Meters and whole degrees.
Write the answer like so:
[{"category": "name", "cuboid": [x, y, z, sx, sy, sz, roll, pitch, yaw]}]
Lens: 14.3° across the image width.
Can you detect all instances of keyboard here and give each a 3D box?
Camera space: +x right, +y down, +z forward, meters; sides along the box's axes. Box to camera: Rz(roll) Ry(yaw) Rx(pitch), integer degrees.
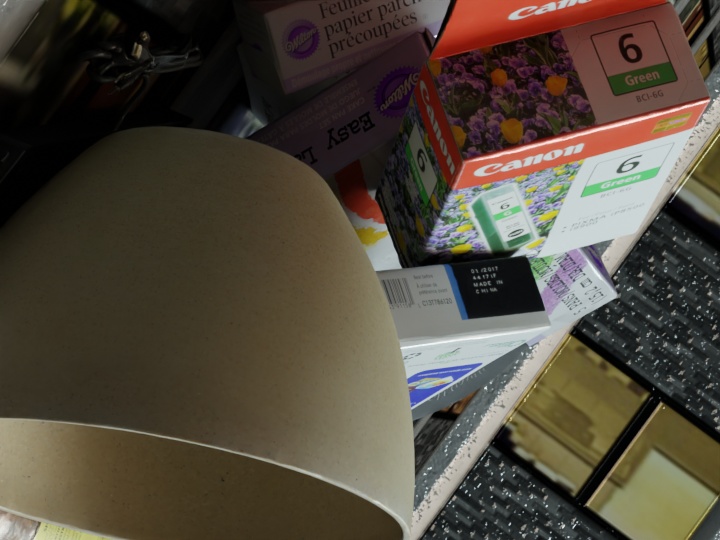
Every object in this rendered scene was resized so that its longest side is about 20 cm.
[{"category": "keyboard", "cuboid": [-0.112, -0.051, 1.159, 0.127, 0.021, 0.200, -50, 173, 14]}]

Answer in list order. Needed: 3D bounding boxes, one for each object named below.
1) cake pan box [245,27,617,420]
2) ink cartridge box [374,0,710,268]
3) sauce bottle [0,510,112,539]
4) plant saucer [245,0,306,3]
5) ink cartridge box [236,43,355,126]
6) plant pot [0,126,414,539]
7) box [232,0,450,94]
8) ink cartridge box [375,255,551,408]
[{"category": "cake pan box", "cuboid": [0.000, 0.000, 1.315, 0.184, 0.052, 0.200, -29, 142, 11]}, {"category": "ink cartridge box", "cuboid": [0.077, -0.061, 1.153, 0.109, 0.050, 0.200, -14, 161, -14]}, {"category": "sauce bottle", "cuboid": [-0.158, 0.100, 1.224, 0.066, 0.066, 0.200, -53, 153, -2]}, {"category": "plant saucer", "cuboid": [0.063, -0.168, 1.179, 0.199, 0.037, 0.200, -28, -166, -19]}, {"category": "ink cartridge box", "cuboid": [0.008, -0.106, 1.363, 0.200, 0.067, 0.117, -43, 169, -8]}, {"category": "plant pot", "cuboid": [-0.069, 0.023, 1.108, 0.200, 0.200, 0.135, 98, 2, -72]}, {"category": "box", "cuboid": [0.042, -0.132, 1.274, 0.200, 0.039, 0.041, -23, -157, -19]}, {"category": "ink cartridge box", "cuboid": [-0.016, 0.050, 1.250, 0.099, 0.039, 0.200, -7, 160, -41]}]
